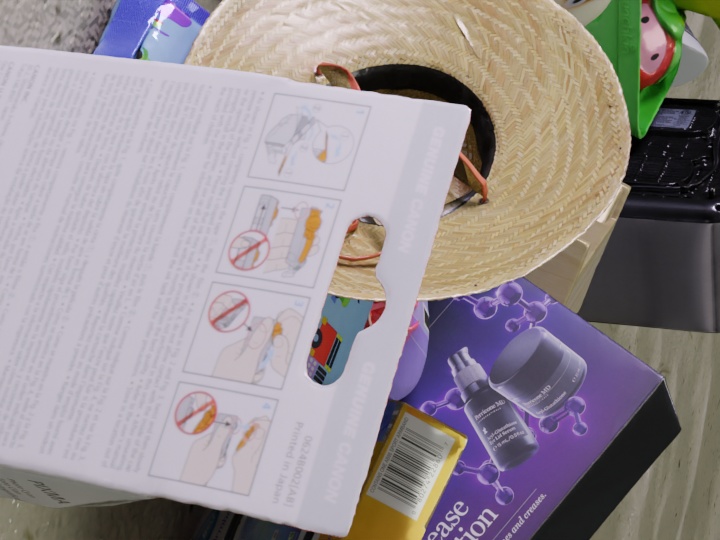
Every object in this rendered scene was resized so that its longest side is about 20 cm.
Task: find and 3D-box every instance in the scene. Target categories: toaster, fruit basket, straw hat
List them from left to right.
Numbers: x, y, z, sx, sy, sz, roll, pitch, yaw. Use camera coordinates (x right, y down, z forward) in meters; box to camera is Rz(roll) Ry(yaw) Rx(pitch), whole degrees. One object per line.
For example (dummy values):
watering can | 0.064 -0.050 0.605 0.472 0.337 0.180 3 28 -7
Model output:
straw hat | 0.010 -0.042 0.815 0.085 0.200 0.202 102 11 -52
toaster | 0.232 -0.053 1.471 0.181 0.199 0.119 -56 144 -50
fruit basket | 0.237 -0.215 1.414 0.156 0.214 0.217 -55 147 -50

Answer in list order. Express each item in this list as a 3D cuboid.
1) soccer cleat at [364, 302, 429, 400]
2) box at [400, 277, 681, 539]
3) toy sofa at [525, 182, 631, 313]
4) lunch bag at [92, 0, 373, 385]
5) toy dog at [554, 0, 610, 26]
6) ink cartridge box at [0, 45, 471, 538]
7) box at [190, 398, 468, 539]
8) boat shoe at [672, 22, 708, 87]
soccer cleat | 0.010 -0.018 0.960 0.066 0.076 0.201 -13 113 -23
box | 0.056 0.108 1.040 0.200 0.141 0.079 -49 149 -10
toy sofa | 0.112 -0.011 1.256 0.098 0.082 0.200 -69 170 19
lunch bag | -0.076 -0.017 0.831 0.200 0.094 0.151 54 50 -50
toy dog | 0.104 -0.220 1.066 0.194 0.139 0.201 70 16 -46
ink cartridge box | -0.069 0.007 0.674 0.047 0.199 0.161 57 46 -60
box | -0.029 0.114 0.899 0.041 0.200 0.120 30 80 -22
boat shoe | 0.234 -0.216 1.604 0.200 0.072 0.068 20 46 -56
